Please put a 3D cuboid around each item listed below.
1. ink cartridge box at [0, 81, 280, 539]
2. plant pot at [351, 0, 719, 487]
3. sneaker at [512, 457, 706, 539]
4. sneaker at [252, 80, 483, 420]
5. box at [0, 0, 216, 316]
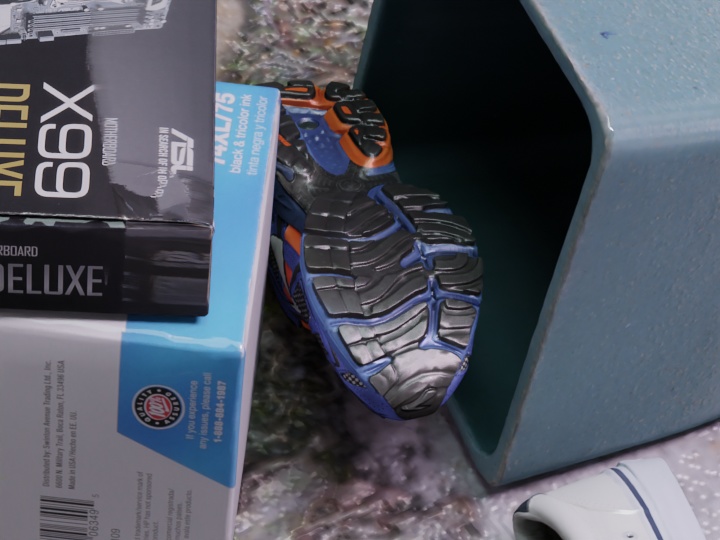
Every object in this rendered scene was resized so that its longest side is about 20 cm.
[{"bbox_3d":[-0.139,0.018,1.166,0.199,0.147,0.147,7,45,0],"label":"ink cartridge box"},{"bbox_3d":[0.127,-0.055,1.248,0.199,0.197,0.197,-6,46,-23],"label":"plant pot"},{"bbox_3d":[0.111,0.154,1.125,0.070,0.073,0.200,-15,39,-8],"label":"sneaker"},{"bbox_3d":[0.000,0.000,1.235,0.075,0.079,0.200,-6,36,-12],"label":"sneaker"},{"bbox_3d":[-0.131,-0.071,1.116,0.157,0.050,0.201,3,44,-4],"label":"box"}]
